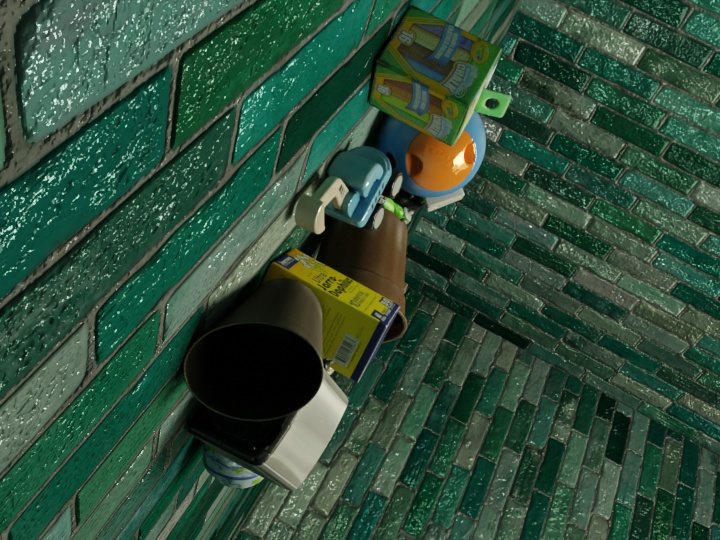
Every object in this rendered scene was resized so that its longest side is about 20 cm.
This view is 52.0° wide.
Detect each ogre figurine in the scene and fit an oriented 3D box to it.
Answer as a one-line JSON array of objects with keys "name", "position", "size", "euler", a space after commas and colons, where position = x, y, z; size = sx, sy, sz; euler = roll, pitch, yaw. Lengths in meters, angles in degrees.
[{"name": "ogre figurine", "position": [0.035, -0.094, 1.569], "size": [0.098, 0.120, 0.200], "euler": [-93, -159, -62]}]

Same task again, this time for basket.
[{"name": "basket", "position": [-0.122, 0.095, 1.008], "size": [0.200, 0.180, 0.136], "euler": [-69, 151, -70]}]

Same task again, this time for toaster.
[{"name": "toaster", "position": [-0.133, 0.215, 1.131], "size": [0.181, 0.200, 0.119], "euler": [-59, 137, -22]}]

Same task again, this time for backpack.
[{"name": "backpack", "position": [-0.195, 0.287, 1.309], "size": [0.200, 0.163, 0.154], "euler": [-50, 160, -33]}]

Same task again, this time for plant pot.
[{"name": "plant pot", "position": [0.000, 0.000, 1.331], "size": [0.200, 0.200, 0.199], "euler": [108, -5, -60]}]

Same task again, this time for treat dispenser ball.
[{"name": "treat dispenser ball", "position": [0.132, -0.237, 1.376], "size": [0.201, 0.201, 0.201], "euler": [-60, 174, -10]}]

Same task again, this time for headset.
[{"name": "headset", "position": [0.096, -0.203, 1.609], "size": [0.094, 0.124, 0.200], "euler": [-27, 163, 27]}]

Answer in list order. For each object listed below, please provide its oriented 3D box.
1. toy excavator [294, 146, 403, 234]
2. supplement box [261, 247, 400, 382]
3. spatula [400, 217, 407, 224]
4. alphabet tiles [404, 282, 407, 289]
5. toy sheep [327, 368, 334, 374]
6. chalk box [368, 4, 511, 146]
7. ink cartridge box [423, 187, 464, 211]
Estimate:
[{"name": "toy excavator", "position": [-0.027, -0.125, 1.144], "size": [0.195, 0.100, 0.200], "euler": [-62, 162, -12]}, {"name": "supplement box", "position": [-0.056, 0.066, 1.156], "size": [0.110, 0.200, 0.109], "euler": [-64, 174, 19]}, {"name": "spatula", "position": [0.011, -0.051, 1.519], "size": [0.200, 0.057, 0.021], "euler": [-30, -152, 9]}, {"name": "alphabet tiles", "position": [-0.021, 0.066, 1.577], "size": [0.200, 0.167, 0.008], "euler": [-53, 159, -23]}, {"name": "toy sheep", "position": [-0.104, 0.184, 1.647], "size": [0.200, 0.138, 0.138], "euler": [-44, -172, 45]}, {"name": "chalk box", "position": [0.131, -0.286, 1.136], "size": [0.124, 0.200, 0.124], "euler": [-59, 174, -20]}, {"name": "ink cartridge box", "position": [0.147, -0.234, 1.549], "size": [0.085, 0.201, 0.148], "euler": [-20, 180, 6]}]
